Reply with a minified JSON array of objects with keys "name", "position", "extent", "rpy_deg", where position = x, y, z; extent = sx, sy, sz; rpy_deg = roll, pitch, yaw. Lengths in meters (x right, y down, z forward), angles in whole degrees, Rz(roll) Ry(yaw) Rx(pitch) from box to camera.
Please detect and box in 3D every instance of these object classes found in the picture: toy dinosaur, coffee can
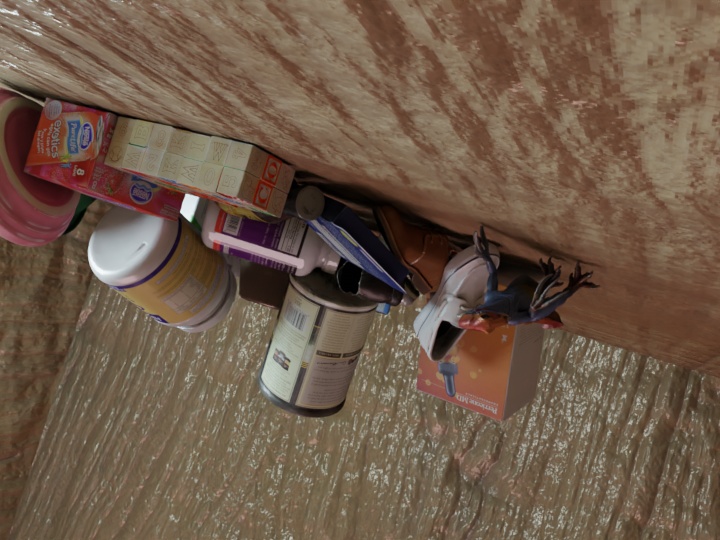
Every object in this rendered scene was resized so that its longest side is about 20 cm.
[{"name":"toy dinosaur","position":[0.183,0.047,0.896],"extent":[0.181,0.201,0.105],"rpy_deg":[-31,-142,-26]},{"name":"coffee can","position":[-0.065,0.103,1.233],"extent":[0.146,0.201,0.147],"rpy_deg":[16,-157,-7]}]

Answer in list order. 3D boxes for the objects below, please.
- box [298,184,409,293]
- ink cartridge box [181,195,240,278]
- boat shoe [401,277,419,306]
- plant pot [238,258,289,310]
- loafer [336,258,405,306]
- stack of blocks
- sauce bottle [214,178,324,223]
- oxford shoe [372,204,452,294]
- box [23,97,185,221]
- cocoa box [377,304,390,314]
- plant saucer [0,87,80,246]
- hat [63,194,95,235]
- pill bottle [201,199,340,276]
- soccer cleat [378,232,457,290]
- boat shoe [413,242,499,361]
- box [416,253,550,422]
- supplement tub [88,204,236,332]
[{"name":"box","position":[-0.014,-0.041,0.972],"extent":[0.121,0.032,0.200],"rpy_deg":[45,174,-29]},{"name":"ink cartridge box","position":[-0.248,-0.074,1.379],"extent":[0.084,0.147,0.200],"rpy_deg":[16,177,34]},{"name":"boat shoe","position":[0.032,0.008,1.288],"extent":[0.075,0.068,0.200],"rpy_deg":[45,-175,-32]},{"name":"plant pot","position":[-0.121,-0.023,1.320],"extent":[0.199,0.176,0.200],"rpy_deg":[16,177,1]},{"name":"loafer","position":[0.000,0.000,1.112],"extent":[0.071,0.073,0.200],"rpy_deg":[8,-176,-19]},{"name":"stack of blocks","position":[-0.176,-0.115,0.908],"extent":[0.199,0.059,0.115],"rpy_deg":[16,178,29]},{"name":"sauce bottle","position":[-0.115,-0.090,0.977],"extent":[0.066,0.066,0.200],"rpy_deg":[19,179,-35]},{"name":"oxford shoe","position":[0.071,-0.038,1.011],"extent":[0.200,0.071,0.072],"rpy_deg":[43,-160,-59]},{"name":"box","position":[-0.307,-0.134,1.002],"extent":[0.099,0.096,0.200],"rpy_deg":[15,177,19]},{"name":"cocoa box","position":[0.012,0.011,1.626],"extent":[0.131,0.134,0.200],"rpy_deg":[17,178,1]},{"name":"plant saucer","position":[-0.410,-0.132,0.976],"extent":[0.051,0.202,0.200],"rpy_deg":[-16,167,16]},{"name":"hat","position":[-0.355,-0.146,1.123],"extent":[0.175,0.166,0.200],"rpy_deg":[-3,-143,15]},{"name":"pill bottle","position":[-0.121,-0.061,1.152],"extent":[0.199,0.113,0.112],"rpy_deg":[18,178,-5]},{"name":"soccer cleat","position":[0.088,-0.011,1.192],"extent":[0.069,0.078,0.200],"rpy_deg":[16,177,35]},{"name":"boat shoe","position":[0.135,0.047,1.056],"extent":[0.073,0.066,0.200],"rpy_deg":[-2,141,-23]},{"name":"box","position":[0.178,0.092,1.163],"extent":[0.152,0.201,0.106],"rpy_deg":[15,-160,34]},{"name":"supplement tub","position":[-0.286,-0.005,1.179],"extent":[0.145,0.146,0.200],"rpy_deg":[16,159,33]}]
